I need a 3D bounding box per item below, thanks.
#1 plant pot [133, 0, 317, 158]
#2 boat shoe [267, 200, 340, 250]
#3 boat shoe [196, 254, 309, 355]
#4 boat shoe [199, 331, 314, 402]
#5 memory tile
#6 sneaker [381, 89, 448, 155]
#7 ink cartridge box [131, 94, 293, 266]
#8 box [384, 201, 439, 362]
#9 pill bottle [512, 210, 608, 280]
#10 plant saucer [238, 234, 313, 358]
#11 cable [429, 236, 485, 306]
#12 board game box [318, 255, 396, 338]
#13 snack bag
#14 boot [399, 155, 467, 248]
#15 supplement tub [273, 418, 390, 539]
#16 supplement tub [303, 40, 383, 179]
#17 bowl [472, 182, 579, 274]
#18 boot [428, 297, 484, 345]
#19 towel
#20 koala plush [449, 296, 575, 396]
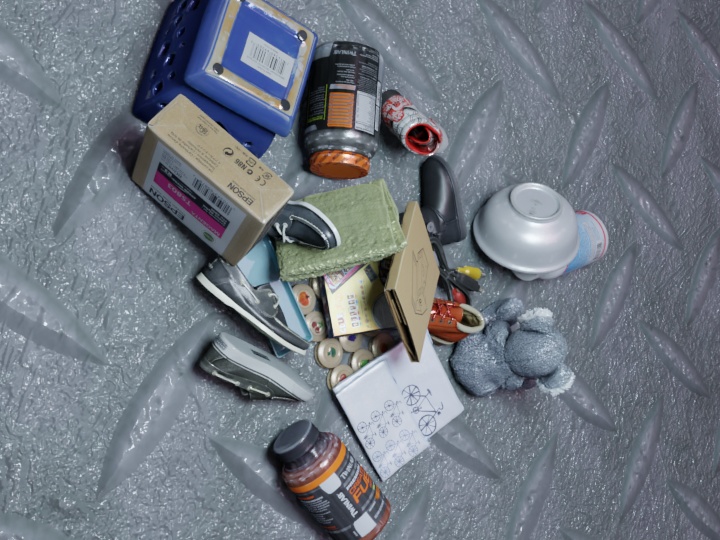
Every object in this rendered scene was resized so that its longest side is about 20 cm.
[{"bbox_3d":[-0.183,-0.287,1.260,0.200,0.180,0.200,26,68,-31],"label":"plant pot"},{"bbox_3d":[-0.115,-0.071,1.287,0.060,0.200,0.076,-40,136,-28],"label":"boat shoe"},{"bbox_3d":[-0.146,0.051,1.289,0.200,0.072,0.068,42,81,-14],"label":"boat shoe"},{"bbox_3d":[-0.153,0.158,1.302,0.200,0.071,0.064,35,97,-37],"label":"boat shoe"},{"bbox_3d":[-0.027,0.088,1.430,0.153,0.017,0.200,-34,104,-35],"label":"memory tile"},{"bbox_3d":[0.109,-0.224,1.489,0.067,0.108,0.201,-44,143,12],"label":"sneaker"},{"bbox_3d":[-0.207,-0.118,1.194,0.200,0.165,0.075,40,60,-3],"label":"ink cartridge box"},{"bbox_3d":[0.084,0.017,1.372,0.200,0.021,0.164,-74,152,-44],"label":"box"},{"bbox_3d":[0.381,-0.045,1.696,0.200,0.109,0.109,-18,95,-37],"label":"pill bottle"},{"bbox_3d":[-0.142,0.031,1.344,0.070,0.019,0.200,-28,99,-27],"label":"plant saucer"},{"bbox_3d":[0.151,0.012,1.543,0.200,0.050,0.097,32,82,-38],"label":"cable"},{"bbox_3d":[0.000,0.000,1.402,0.135,0.035,0.200,-7,82,-16],"label":"board game box"},{"bbox_3d":[0.072,0.219,1.449,0.200,0.021,0.189,-33,109,-21],"label":"snack bag"},{"bbox_3d":[0.085,-0.099,1.515,0.200,0.066,0.165,-22,95,-32],"label":"boot"},{"bbox_3d":[-0.047,0.321,1.327,0.107,0.107,0.200,-48,113,-31],"label":"supplement tub"},{"bbox_3d":[-0.028,-0.256,1.408,0.122,0.122,0.200,12,78,-35],"label":"supplement tub"},{"bbox_3d":[0.311,-0.097,1.592,0.201,0.201,0.090,-39,152,-34],"label":"bowl"},{"bbox_3d":[0.117,0.068,1.483,0.200,0.107,0.075,22,67,-32],"label":"boot"},{"bbox_3d":[-0.038,-0.060,1.332,0.037,0.200,0.149,74,1,-55],"label":"towel"},{"bbox_3d":[0.282,0.146,1.539,0.184,0.200,0.178,-19,96,-37],"label":"koala plush"}]
